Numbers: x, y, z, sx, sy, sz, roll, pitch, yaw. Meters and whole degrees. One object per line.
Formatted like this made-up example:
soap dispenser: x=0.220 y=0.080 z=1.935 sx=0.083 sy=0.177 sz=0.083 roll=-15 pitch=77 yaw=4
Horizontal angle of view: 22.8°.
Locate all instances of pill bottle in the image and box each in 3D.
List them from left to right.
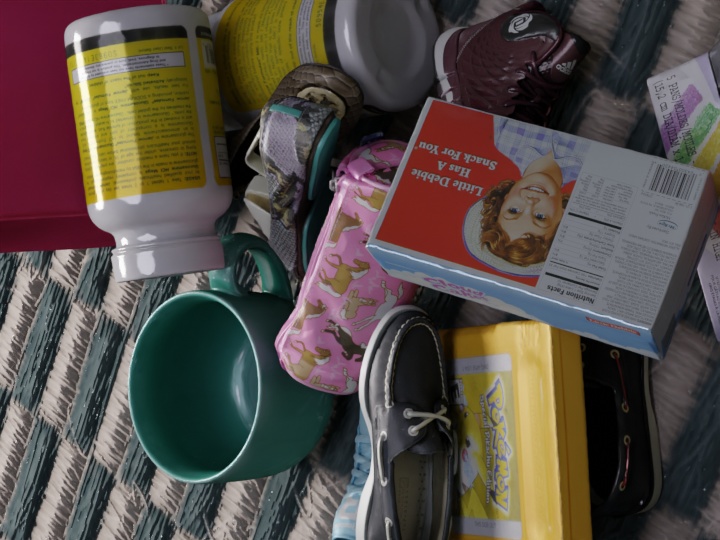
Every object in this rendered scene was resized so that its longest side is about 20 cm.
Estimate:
pill bottle: x=-0.159 y=-0.095 z=1.364 sx=0.112 sy=0.112 sz=0.200 roll=-8 pitch=89 yaw=40
pill bottle: x=-0.047 y=-0.169 z=1.406 sx=0.200 sy=0.114 sz=0.114 roll=-6 pitch=85 yaw=40

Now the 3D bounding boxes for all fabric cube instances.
fabric cube: x=-0.269 y=-0.125 z=1.496 sx=0.199 sy=0.196 sz=0.200 roll=159 pitch=106 yaw=-68

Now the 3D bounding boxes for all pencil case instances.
pencil case: x=0.000 y=0.000 z=1.316 sx=0.086 sy=0.083 sz=0.200 roll=30 pitch=125 yaw=14

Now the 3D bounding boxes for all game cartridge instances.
game cartridge: x=0.103 y=0.125 z=1.270 sx=0.200 sy=0.032 sz=0.176 roll=166 pitch=102 yaw=-70

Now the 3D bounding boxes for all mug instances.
mug: x=-0.087 y=0.081 z=1.435 sx=0.152 sy=0.114 sz=0.185 roll=51 pitch=119 yaw=29

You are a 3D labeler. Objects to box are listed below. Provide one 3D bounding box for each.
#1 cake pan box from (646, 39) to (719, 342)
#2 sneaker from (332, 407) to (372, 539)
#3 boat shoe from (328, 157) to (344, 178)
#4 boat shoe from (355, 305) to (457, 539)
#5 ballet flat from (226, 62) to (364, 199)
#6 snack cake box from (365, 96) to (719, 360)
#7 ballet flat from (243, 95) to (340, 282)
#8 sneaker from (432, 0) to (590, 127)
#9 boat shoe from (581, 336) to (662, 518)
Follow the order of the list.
cake pan box: x=0.293 y=-0.071 z=1.158 sx=0.184 sy=0.052 sz=0.200 roll=-20 pitch=76 yaw=36
sneaker: x=0.016 y=0.179 z=1.366 sx=0.074 sy=0.082 sz=0.200 roll=-10 pitch=82 yaw=39
boat shoe: x=0.030 y=-0.043 z=1.366 sx=0.200 sy=0.073 sz=0.063 roll=18 pitch=98 yaw=34
boat shoe: x=0.041 y=0.127 z=1.299 sx=0.060 sy=0.076 sz=0.200 roll=15 pitch=108 yaw=58
ballet flat: x=-0.062 y=-0.100 z=1.363 sx=0.200 sy=0.067 sz=0.046 roll=-29 pitch=25 yaw=54
snack cake box: x=0.119 y=-0.029 z=1.169 sx=0.200 sy=0.067 sz=0.115 roll=18 pitch=77 yaw=21
ballet flat: x=-0.053 y=-0.064 z=1.331 sx=0.072 sy=0.072 sz=0.200 roll=56 pitch=161 yaw=26
sneaker: x=0.115 y=-0.117 z=1.270 sx=0.115 sy=0.076 sz=0.200 roll=-28 pitch=51 yaw=28
boat shoe: x=0.161 y=0.074 z=1.261 sx=0.074 sy=0.063 sz=0.202 roll=-19 pitch=76 yaw=40
